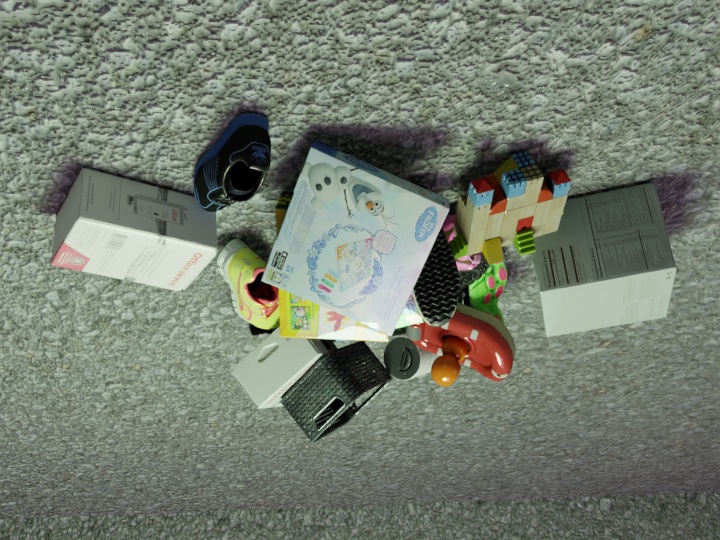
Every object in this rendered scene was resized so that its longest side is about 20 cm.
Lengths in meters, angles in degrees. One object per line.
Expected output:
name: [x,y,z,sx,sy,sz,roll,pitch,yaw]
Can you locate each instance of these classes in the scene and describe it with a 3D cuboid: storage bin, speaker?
storage bin: [-0.038,0.211,1.476,0.135,0.094,0.199,-45,168,15]
speaker: [0.121,0.156,1.583,0.080,0.083,0.199,-21,173,28]

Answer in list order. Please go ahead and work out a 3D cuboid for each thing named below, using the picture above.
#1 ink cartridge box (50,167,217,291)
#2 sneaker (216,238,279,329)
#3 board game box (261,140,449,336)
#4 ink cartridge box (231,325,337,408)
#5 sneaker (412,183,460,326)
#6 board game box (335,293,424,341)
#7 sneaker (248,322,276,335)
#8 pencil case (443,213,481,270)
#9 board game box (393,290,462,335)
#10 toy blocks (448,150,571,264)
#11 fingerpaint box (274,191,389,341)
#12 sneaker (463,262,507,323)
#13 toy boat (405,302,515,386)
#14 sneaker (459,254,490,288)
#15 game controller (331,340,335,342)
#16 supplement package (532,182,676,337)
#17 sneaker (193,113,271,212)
ink cartridge box: [-0.319,-0.052,1.175,0.197,0.084,0.146,13,148,-31]
sneaker: [-0.160,0.041,1.326,0.090,0.078,0.201,30,160,34]
board game box: [-0.009,-0.040,1.109,0.196,0.044,0.203,23,113,-3]
ink cartridge box: [-0.124,0.165,1.470,0.145,0.084,0.200,-41,167,3]
sneaker: [0.097,-0.019,1.195,0.069,0.204,0.093,-14,171,1]
board game box: [0.000,0.000,1.257,0.148,0.037,0.203,-14,111,17]
sneaker: [-0.151,0.074,1.483,0.102,0.061,0.201,-5,157,-3]
pencil case: [0.092,-0.024,1.290,0.196,0.096,0.090,-17,162,23]
board game box: [0.087,0.074,1.501,0.195,0.030,0.135,-11,152,4]
toy blocks: [0.214,-0.101,1.166,0.196,0.101,0.138,-15,143,-13]
fingerpaint box: [-0.035,-0.006,1.194,0.163,0.074,0.204,2,115,4]
sneaker: [0.206,0.035,1.441,0.075,0.084,0.202,-22,137,-16]
toy boat: [0.160,0.137,1.403,0.196,0.132,0.132,19,149,13]
sneaker: [0.125,-0.004,1.354,0.198,0.092,0.076,-30,148,10]
game controller: [-0.060,0.064,1.425,0.102,0.043,0.200,-11,143,27]
supplement package: [0.372,-0.011,1.301,0.196,0.150,0.192,-10,153,11]
sneaker: [-0.171,-0.117,1.078,0.069,0.079,0.200,8,150,-25]
